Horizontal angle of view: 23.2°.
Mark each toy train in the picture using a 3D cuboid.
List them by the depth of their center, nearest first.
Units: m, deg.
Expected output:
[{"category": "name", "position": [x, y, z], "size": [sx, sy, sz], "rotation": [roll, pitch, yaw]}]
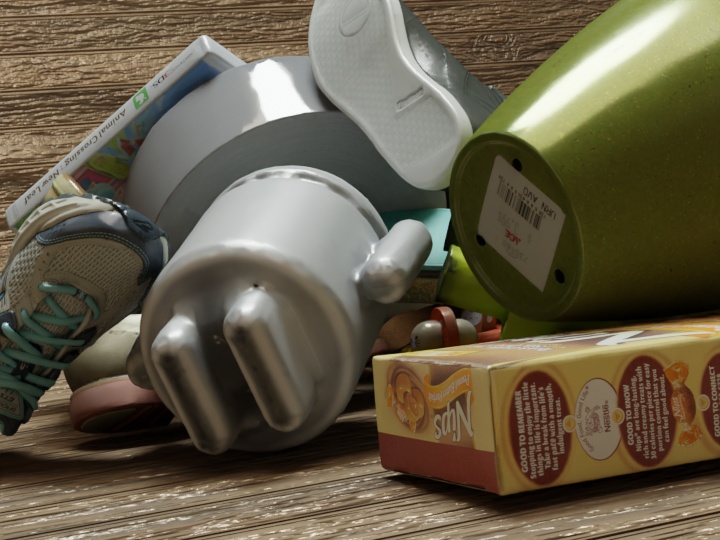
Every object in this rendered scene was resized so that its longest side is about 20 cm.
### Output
[{"category": "toy train", "position": [0.098, 0.040, 1.047], "size": [0.149, 0.056, 0.199], "rotation": [-8, 5, -42]}]

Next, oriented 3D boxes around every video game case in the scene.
[{"category": "video game case", "position": [-0.104, -0.051, 1.165], "size": [0.182, 0.022, 0.199], "rotation": [-38, -39, 17]}]

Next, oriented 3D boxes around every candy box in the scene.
[{"category": "candy box", "position": [0.118, 0.054, 0.772], "size": [0.198, 0.056, 0.115], "rotation": [-5, 1, -24]}]

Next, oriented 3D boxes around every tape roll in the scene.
[{"category": "tape roll", "position": [-0.048, -0.034, 1.110], "size": [0.198, 0.202, 0.066], "rotation": [-6, 40, -19]}]

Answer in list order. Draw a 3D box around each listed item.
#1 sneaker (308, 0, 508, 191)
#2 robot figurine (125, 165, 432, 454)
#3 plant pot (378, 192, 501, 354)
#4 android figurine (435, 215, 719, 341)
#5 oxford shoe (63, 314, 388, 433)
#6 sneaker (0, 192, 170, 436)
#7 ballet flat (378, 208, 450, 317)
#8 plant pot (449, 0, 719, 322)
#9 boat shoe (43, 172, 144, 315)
[{"category": "sneaker", "position": [0.040, -0.104, 1.033], "size": [0.099, 0.071, 0.201], "rotation": [19, 28, -41]}, {"category": "robot figurine", "position": [-0.045, 0.016, 0.904], "size": [0.168, 0.114, 0.200], "rotation": [-15, 20, 19]}, {"category": "plant pot", "position": [0.118, -0.023, 1.230], "size": [0.198, 0.189, 0.187], "rotation": [9, -2, -24]}, {"category": "android figurine", "position": [0.139, 0.017, 0.942], "size": [0.198, 0.041, 0.183], "rotation": [16, 27, -3]}, {"category": "oxford shoe", "position": [-0.075, 0.041, 1.003], "size": [0.198, 0.075, 0.071], "rotation": [-6, -20, -31]}, {"category": "sneaker", "position": [-0.168, 0.039, 0.900], "size": [0.077, 0.087, 0.200], "rotation": [32, -50, -26]}, {"category": "ballet flat", "position": [0.000, 0.000, 1.071], "size": [0.198, 0.072, 0.071], "rotation": [-1, 2, -17]}, {"category": "plant pot", "position": [0.146, -0.054, 0.867], "size": [0.199, 0.189, 0.186], "rotation": [-22, 12, -33]}, {"category": "boat shoe", "position": [-0.159, 0.021, 1.043], "size": [0.062, 0.073, 0.201], "rotation": [-33, -32, -15]}]
